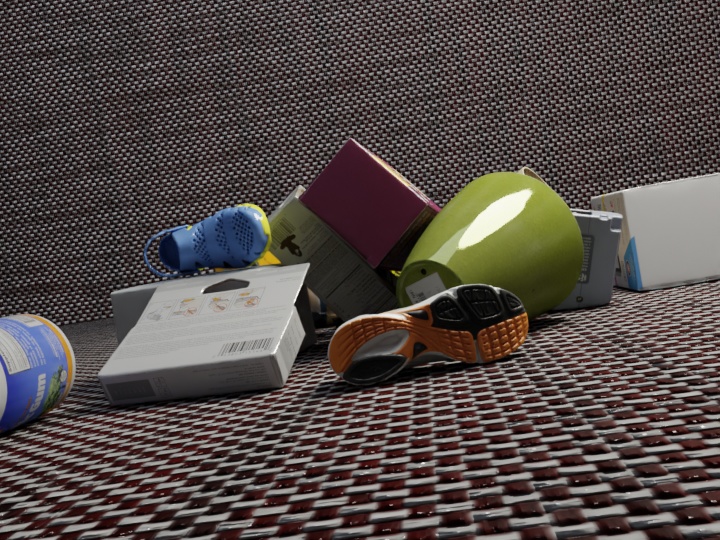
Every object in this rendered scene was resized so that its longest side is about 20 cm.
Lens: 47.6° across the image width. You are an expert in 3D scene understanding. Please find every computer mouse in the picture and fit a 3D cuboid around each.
[{"bbox_3d":[-0.083,0.082,1.236,0.200,0.046,0.140,3,-8,-26],"label":"computer mouse"}]

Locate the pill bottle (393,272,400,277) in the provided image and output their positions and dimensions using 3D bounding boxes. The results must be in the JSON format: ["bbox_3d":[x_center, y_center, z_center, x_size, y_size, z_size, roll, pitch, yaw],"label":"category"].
[{"bbox_3d":[0.000,0.000,1.234,0.104,0.104,0.200,-7,-25,44],"label":"pill bottle"}]

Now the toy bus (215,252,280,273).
[{"bbox_3d":[-0.157,0.009,1.249,0.078,0.065,0.200,-24,-33,16],"label":"toy bus"}]

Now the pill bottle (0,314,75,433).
[{"bbox_3d":[-0.368,0.106,0.775,0.112,0.112,0.200,-9,3,10],"label":"pill bottle"}]

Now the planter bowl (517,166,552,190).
[{"bbox_3d":[0.245,-0.030,1.190,0.135,0.200,0.200,-38,-10,22],"label":"planter bowl"}]

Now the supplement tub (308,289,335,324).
[{"bbox_3d":[-0.005,0.011,1.408,0.200,0.145,0.145,-10,2,-9],"label":"supplement tub"}]

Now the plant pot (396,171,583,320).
[{"bbox_3d":[0.133,0.002,0.944,0.187,0.187,0.200,-8,15,39],"label":"plant pot"}]

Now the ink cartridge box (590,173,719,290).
[{"bbox_3d":[0.450,-0.056,1.230,0.146,0.147,0.200,-10,1,3],"label":"ink cartridge box"}]

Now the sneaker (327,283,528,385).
[{"bbox_3d":[0.060,0.059,0.786,0.200,0.076,0.092,-8,-3,-12],"label":"sneaker"}]

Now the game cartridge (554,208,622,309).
[{"bbox_3d":[0.231,-0.017,1.069,0.200,0.133,0.042,6,22,10],"label":"game cartridge"}]

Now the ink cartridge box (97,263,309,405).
[{"bbox_3d":[-0.159,0.067,0.891,0.200,0.045,0.176,-8,29,16],"label":"ink cartridge box"}]

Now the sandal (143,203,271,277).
[{"bbox_3d":[-0.195,-0.029,1.017,0.200,0.080,0.087,-17,1,36],"label":"sandal"}]

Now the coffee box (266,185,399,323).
[{"bbox_3d":[-0.037,-0.012,1.086,0.080,0.200,0.114,-45,11,9],"label":"coffee box"}]

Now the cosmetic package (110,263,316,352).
[{"bbox_3d":[-0.185,0.063,1.073,0.200,0.123,0.199,-10,1,11],"label":"cosmetic package"}]

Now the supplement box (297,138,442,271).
[{"bbox_3d":[0.026,-0.077,1.046,0.103,0.131,0.200,-49,-12,9],"label":"supplement box"}]
